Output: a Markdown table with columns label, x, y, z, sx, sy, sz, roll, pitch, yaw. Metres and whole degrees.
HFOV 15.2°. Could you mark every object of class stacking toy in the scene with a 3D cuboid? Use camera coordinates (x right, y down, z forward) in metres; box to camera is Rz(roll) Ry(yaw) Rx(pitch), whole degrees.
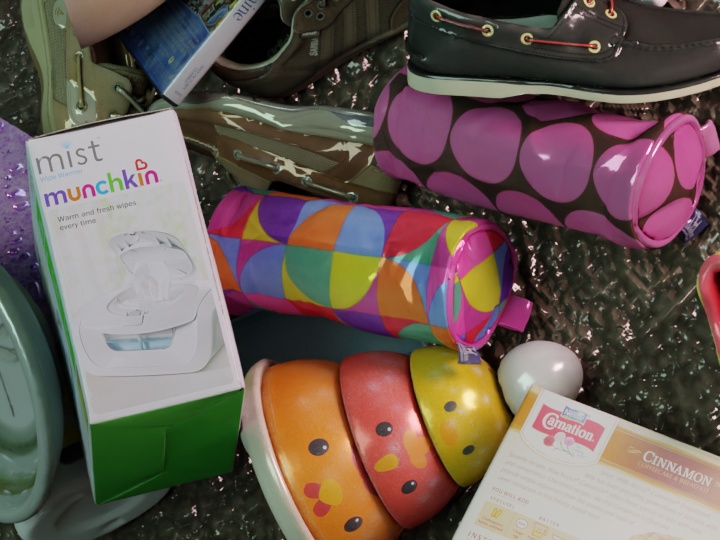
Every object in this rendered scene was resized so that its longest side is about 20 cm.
| label | x | y | z | sx | sy | sz | roll | pitch | yaw |
| --- | --- | --- | --- | --- | --- | --- | --- | --- | --- |
| stacking toy | 0.039 | 0.089 | 1.626 | 0.199 | 0.146 | 0.147 | -25 | 71 | 13 |

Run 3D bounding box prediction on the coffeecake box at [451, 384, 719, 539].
| label | x | y | z | sx | sy | sz | roll | pitch | yaw |
| --- | --- | --- | --- | --- | --- | --- | --- | --- | --- |
| coffeecake box | 0.126 | 0.187 | 1.527 | 0.153 | 0.073 | 0.201 | 21 | 75 | 30 |

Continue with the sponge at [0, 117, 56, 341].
| label | x | y | z | sx | sy | sz | roll | pitch | yaw |
| --- | --- | --- | --- | --- | --- | --- | --- | --- | --- |
| sponge | -0.216 | -0.025 | 1.741 | 0.199 | 0.030 | 0.112 | 29 | 73 | 6 |

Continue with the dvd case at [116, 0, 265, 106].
| label | x | y | z | sx | sy | sz | roll | pitch | yaw |
| --- | --- | --- | --- | --- | --- | --- | --- | --- | --- |
| dvd case | -0.080 | -0.210 | 1.726 | 0.200 | 0.018 | 0.143 | -50 | 32 | 8 |

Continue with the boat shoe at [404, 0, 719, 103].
| label | x | y | z | sx | sy | sz | roll | pitch | yaw |
| --- | --- | --- | --- | --- | --- | --- | --- | --- | --- |
| boat shoe | 0.125 | -0.136 | 1.547 | 0.200 | 0.074 | 0.063 | 2 | 117 | 5 |

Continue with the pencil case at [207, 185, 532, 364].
| label | x | y | z | sx | sy | sz | roll | pitch | yaw |
| --- | --- | --- | --- | --- | --- | --- | --- | --- | --- |
| pencil case | 0.000 | 0.000 | 1.634 | 0.199 | 0.088 | 0.089 | 11 | 91 | 33 |

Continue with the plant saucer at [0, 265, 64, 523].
| label | x | y | z | sx | sy | sz | roll | pitch | yaw |
| --- | --- | --- | --- | --- | --- | --- | --- | --- | --- |
| plant saucer | -0.233 | 0.056 | 1.676 | 0.200 | 0.050 | 0.201 | 32 | 133 | 42 |

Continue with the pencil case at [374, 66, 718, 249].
| label | x | y | z | sx | sy | sz | roll | pitch | yaw |
| --- | --- | --- | --- | --- | --- | --- | --- | --- | --- |
| pencil case | 0.108 | -0.074 | 1.597 | 0.199 | 0.091 | 0.094 | 19 | 55 | 33 |

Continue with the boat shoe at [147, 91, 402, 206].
| label | x | y | z | sx | sy | sz | roll | pitch | yaw |
| --- | --- | --- | --- | --- | --- | --- | --- | --- | --- |
| boat shoe | -0.057 | -0.073 | 1.722 | 0.199 | 0.076 | 0.072 | 9 | 92 | 36 |

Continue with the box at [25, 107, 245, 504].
| label | x | y | z | sx | sy | sz | roll | pitch | yaw |
| --- | --- | --- | --- | --- | --- | --- | --- | --- | --- |
| box | -0.134 | 0.024 | 1.612 | 0.096 | 0.200 | 0.177 | -13 | 74 | -9 |

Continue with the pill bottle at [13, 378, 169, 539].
| label | x | y | z | sx | sy | sz | roll | pitch | yaw |
| --- | --- | --- | --- | --- | --- | --- | --- | --- | --- |
| pill bottle | -0.209 | 0.071 | 1.784 | 0.114 | 0.114 | 0.201 | -37 | 66 | 25 |

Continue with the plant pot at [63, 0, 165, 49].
| label | x | y | z | sx | sy | sz | roll | pitch | yaw |
| --- | --- | --- | --- | --- | --- | --- | --- | --- | --- |
| plant pot | -0.146 | -0.256 | 1.689 | 0.134 | 0.200 | 0.201 | -20 | 71 | -3 |

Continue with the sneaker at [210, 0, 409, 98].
| label | x | y | z | sx | sy | sz | roll | pitch | yaw |
| --- | --- | --- | --- | --- | --- | --- | --- | --- | --- |
| sneaker | -0.014 | -0.174 | 1.700 | 0.200 | 0.075 | 0.071 | -39 | 66 | 25 |

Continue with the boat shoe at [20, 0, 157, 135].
| label | x | y | z | sx | sy | sz | roll | pitch | yaw |
| --- | --- | --- | --- | --- | --- | --- | --- | --- | --- |
| boat shoe | -0.173 | -0.114 | 1.804 | 0.064 | 0.071 | 0.201 | -25 | 74 | 26 |

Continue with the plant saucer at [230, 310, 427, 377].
| label | x | y | z | sx | sy | sz | roll | pitch | yaw |
| --- | --- | --- | --- | --- | --- | --- | --- | --- | --- |
| plant saucer | -0.042 | 0.053 | 1.732 | 0.199 | 0.019 | 0.070 | -23 | 73 | 29 |

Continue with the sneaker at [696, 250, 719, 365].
| label | x | y | z | sx | sy | sz | roll | pitch | yaw |
| --- | --- | --- | --- | --- | --- | --- | --- | --- | --- |
| sneaker | 0.241 | 0.070 | 1.496 | 0.078 | 0.090 | 0.201 | -39 | 67 | 23 |

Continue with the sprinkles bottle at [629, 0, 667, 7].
| label | x | y | z | sx | sy | sz | roll | pitch | yaw |
| --- | --- | --- | --- | --- | --- | --- | --- | --- | --- |
| sprinkles bottle | 0.086 | -0.195 | 1.610 | 0.199 | 0.068 | 0.069 | 5 | 88 | 18 |
